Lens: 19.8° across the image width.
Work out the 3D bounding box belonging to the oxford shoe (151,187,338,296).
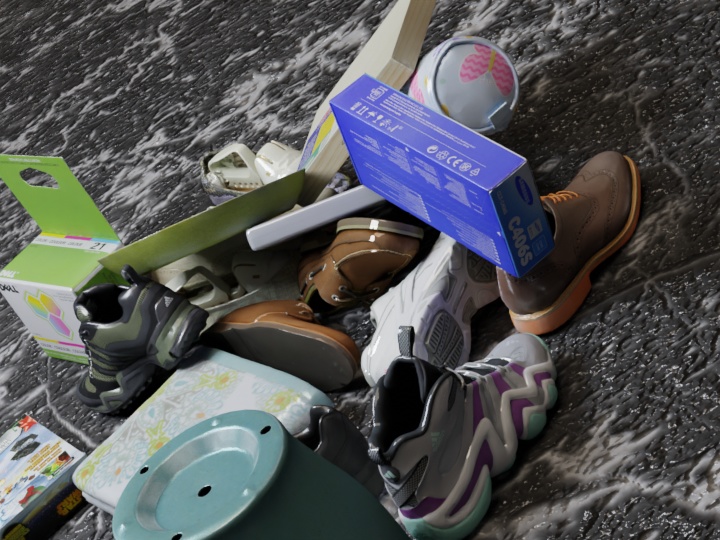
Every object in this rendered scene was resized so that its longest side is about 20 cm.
[{"bbox_3d":[-0.107,-0.032,1.925,0.200,0.074,0.071,-29,26,5],"label":"oxford shoe"}]

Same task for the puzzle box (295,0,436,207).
[{"bbox_3d":[0.002,-0.160,1.859,0.200,0.025,0.133,-50,16,42],"label":"puzzle box"}]

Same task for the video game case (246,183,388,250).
[{"bbox_3d":[0.005,-0.062,1.804,0.199,0.022,0.182,-21,1,4],"label":"video game case"}]

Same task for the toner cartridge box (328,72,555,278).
[{"bbox_3d":[0.062,-0.077,1.621,0.043,0.095,0.200,-40,44,-17],"label":"toner cartridge box"}]

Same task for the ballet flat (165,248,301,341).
[{"bbox_3d":[-0.117,0.017,1.871,0.199,0.062,0.068,-23,30,17],"label":"ballet flat"}]

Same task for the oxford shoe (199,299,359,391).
[{"bbox_3d":[-0.058,0.053,1.751,0.071,0.071,0.200,-42,28,-25],"label":"oxford shoe"}]

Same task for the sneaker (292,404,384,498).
[{"bbox_3d":[-0.080,0.173,1.558,0.200,0.091,0.076,-37,30,-5],"label":"sneaker"}]

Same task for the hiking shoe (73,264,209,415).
[{"bbox_3d":[-0.212,0.055,1.823,0.200,0.101,0.076,-39,10,49],"label":"hiking shoe"}]

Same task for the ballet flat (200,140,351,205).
[{"bbox_3d":[-0.092,-0.093,2.017,0.200,0.072,0.072,5,45,49],"label":"ballet flat"}]

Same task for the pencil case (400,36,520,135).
[{"bbox_3d":[0.073,-0.148,1.813,0.083,0.091,0.200,-25,2,-14],"label":"pencil case"}]

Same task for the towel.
[{"bbox_3d":[-0.132,0.146,1.702,0.171,0.048,0.200,-47,31,-19],"label":"towel"}]

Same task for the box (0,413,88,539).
[{"bbox_3d":[-0.330,0.218,1.793,0.200,0.040,0.137,-42,30,-16],"label":"box"}]

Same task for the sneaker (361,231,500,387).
[{"bbox_3d":[0.054,0.019,1.685,0.099,0.078,0.200,-11,33,40],"label":"sneaker"}]

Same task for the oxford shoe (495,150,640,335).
[{"bbox_3d":[0.168,-0.040,1.660,0.071,0.073,0.200,-7,37,38],"label":"oxford shoe"}]

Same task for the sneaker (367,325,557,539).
[{"bbox_3d":[0.067,0.083,1.495,0.078,0.140,0.200,-9,36,38],"label":"sneaker"}]

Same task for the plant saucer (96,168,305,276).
[{"bbox_3d":[-0.134,-0.036,1.812,0.199,0.031,0.200,-23,3,1],"label":"plant saucer"}]

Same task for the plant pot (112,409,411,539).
[{"bbox_3d":[-0.063,0.202,1.389,0.200,0.188,0.200,-25,28,14],"label":"plant pot"}]

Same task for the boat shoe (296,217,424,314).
[{"bbox_3d":[0.000,0.000,1.741,0.200,0.072,0.068,157,124,-71],"label":"boat shoe"}]

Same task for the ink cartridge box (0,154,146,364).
[{"bbox_3d":[-0.286,-0.009,1.938,0.148,0.200,0.076,6,46,50],"label":"ink cartridge box"}]
